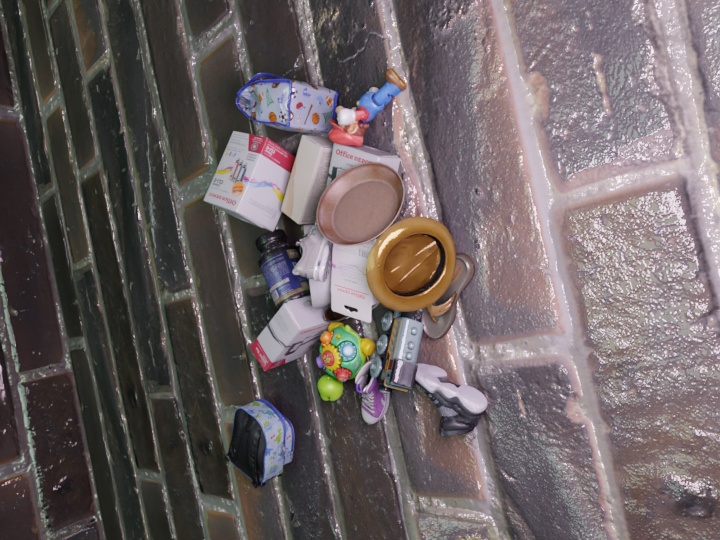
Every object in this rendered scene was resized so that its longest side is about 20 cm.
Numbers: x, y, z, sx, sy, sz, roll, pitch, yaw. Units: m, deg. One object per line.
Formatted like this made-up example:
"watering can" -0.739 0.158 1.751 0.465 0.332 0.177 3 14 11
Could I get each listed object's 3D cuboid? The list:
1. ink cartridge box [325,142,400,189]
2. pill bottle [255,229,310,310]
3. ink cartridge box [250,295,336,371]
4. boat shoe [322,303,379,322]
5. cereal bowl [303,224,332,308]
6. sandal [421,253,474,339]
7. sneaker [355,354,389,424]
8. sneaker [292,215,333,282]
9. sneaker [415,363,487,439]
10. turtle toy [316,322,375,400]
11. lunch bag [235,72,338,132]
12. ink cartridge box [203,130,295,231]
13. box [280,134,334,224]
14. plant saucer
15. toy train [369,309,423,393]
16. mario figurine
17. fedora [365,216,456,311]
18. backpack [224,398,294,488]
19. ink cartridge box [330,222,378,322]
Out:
"ink cartridge box" -0.004 -0.181 1.224 0.146 0.083 0.202 25 112 35
"pill bottle" -0.204 -0.001 1.408 0.112 0.111 0.202 -34 75 39
"ink cartridge box" -0.172 0.159 1.383 0.084 0.144 0.200 55 128 18
"boat shoe" -0.012 0.072 1.284 0.199 0.067 0.072 -35 74 36
"cereal bowl" -0.088 -0.013 1.287 0.200 0.082 0.203 173 90 -86
"sandal" 0.176 0.056 1.123 0.082 0.054 0.201 42 121 29
"sneaker" 0.018 0.288 1.260 0.072 0.114 0.203 27 115 33
"sneaker" -0.100 -0.069 1.161 0.081 0.202 0.075 5 140 4
"sneaker" 0.173 0.286 1.148 0.199 0.075 0.115 23 114 38
"turtle toy" -0.053 0.228 1.319 0.145 0.101 0.202 24 112 36
"lunch bag" -0.180 -0.401 1.286 0.199 0.169 0.126 15 104 39
"ink cartridge box" -0.276 -0.228 1.373 0.144 0.144 0.202 20 86 36
"box" -0.116 -0.222 1.311 0.078 0.094 0.202 36 117 31
"plant saucer" 0.003 -0.131 1.102 0.198 0.037 0.203 -12 59 21
"toy train" 0.086 0.168 1.156 0.114 0.084 0.202 -16 57 65
"mario figurine" 0.000 -0.359 1.150 0.200 0.123 0.107 -41 60 17
"fedora" 0.097 -0.017 1.085 0.082 0.198 0.203 -142 54 -69
"backpack" -0.282 0.477 1.528 0.182 0.146 0.202 24 116 37
"ink cartridge box" 0.000 0.000 1.163 0.115 0.067 0.203 15 110 32
